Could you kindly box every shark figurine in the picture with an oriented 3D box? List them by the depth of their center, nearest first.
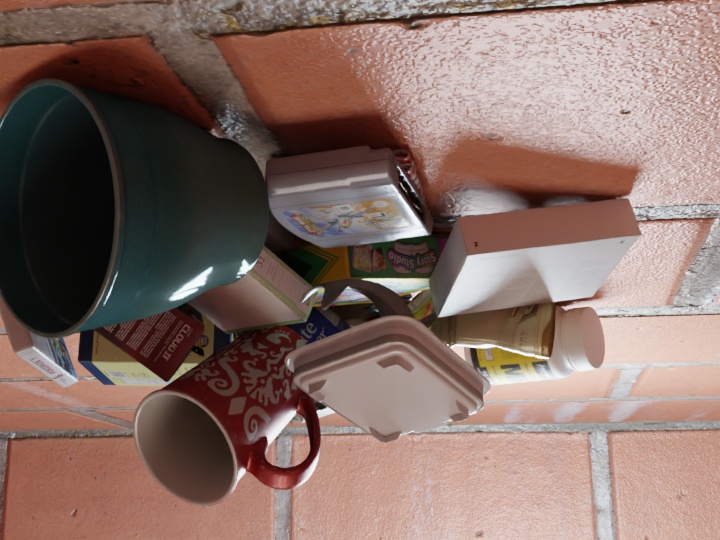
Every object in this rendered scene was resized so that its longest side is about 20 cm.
[{"bbox_3d":[0.035,0.065,1.099,0.128,0.090,0.215,-36,131,-5],"label":"shark figurine"}]

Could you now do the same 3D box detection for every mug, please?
[{"bbox_3d":[-0.125,0.164,1.117,0.133,0.178,0.200,-43,179,34],"label":"mug"}]

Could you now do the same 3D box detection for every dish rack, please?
[{"bbox_3d":[0.032,0.129,1.092,0.170,0.044,0.200,-22,139,28],"label":"dish rack"}]

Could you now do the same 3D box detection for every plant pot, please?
[{"bbox_3d":[-0.185,-0.051,0.854,0.199,0.203,0.187,-14,173,42],"label":"plant pot"}]

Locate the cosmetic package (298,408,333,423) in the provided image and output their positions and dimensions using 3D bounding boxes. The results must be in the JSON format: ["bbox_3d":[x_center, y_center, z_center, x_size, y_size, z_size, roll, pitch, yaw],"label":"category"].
[{"bbox_3d":[0.000,0.138,1.393,0.198,0.083,0.051,-15,161,-17],"label":"cosmetic package"}]

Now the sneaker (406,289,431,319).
[{"bbox_3d":[0.102,0.073,1.346,0.199,0.091,0.078,-37,155,-1],"label":"sneaker"}]

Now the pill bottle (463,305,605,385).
[{"bbox_3d":[0.271,0.116,1.574,0.198,0.116,0.114,-11,161,34],"label":"pill bottle"}]

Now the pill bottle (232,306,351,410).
[{"bbox_3d":[-0.092,0.075,1.291,0.200,0.112,0.112,41,155,-7],"label":"pill bottle"}]

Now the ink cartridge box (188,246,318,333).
[{"bbox_3d":[-0.163,-0.005,1.100,0.145,0.048,0.200,-10,138,44],"label":"ink cartridge box"}]

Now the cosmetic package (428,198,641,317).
[{"bbox_3d":[0.187,-0.012,1.113,0.198,0.052,0.151,-7,156,-13],"label":"cosmetic package"}]

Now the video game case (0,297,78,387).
[{"bbox_3d":[-0.358,0.013,1.055,0.023,0.202,0.182,-23,165,-8],"label":"video game case"}]

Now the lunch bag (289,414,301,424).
[{"bbox_3d":[-0.114,0.152,1.530,0.163,0.201,0.118,-10,123,34],"label":"lunch bag"}]

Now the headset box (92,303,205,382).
[{"bbox_3d":[-0.259,0.040,1.131,0.199,0.075,0.149,38,177,-11],"label":"headset box"}]

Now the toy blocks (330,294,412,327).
[{"bbox_3d":[0.013,0.054,1.420,0.135,0.101,0.200,-18,163,22],"label":"toy blocks"}]

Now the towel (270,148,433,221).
[{"bbox_3d":[-0.005,-0.077,1.044,0.145,0.030,0.200,-4,165,9],"label":"towel"}]

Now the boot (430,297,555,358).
[{"bbox_3d":[0.164,0.041,1.249,0.153,0.074,0.201,2,-151,11],"label":"boot"}]

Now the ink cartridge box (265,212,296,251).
[{"bbox_3d":[-0.183,-0.043,1.139,0.197,0.041,0.200,-5,164,19],"label":"ink cartridge box"}]

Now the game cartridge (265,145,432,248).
[{"bbox_3d":[-0.013,-0.064,0.964,0.132,0.042,0.200,-11,164,13],"label":"game cartridge"}]

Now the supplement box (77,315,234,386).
[{"bbox_3d":[-0.274,0.083,1.417,0.197,0.136,0.200,1,165,-4],"label":"supplement box"}]

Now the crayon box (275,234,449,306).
[{"bbox_3d":[0.000,0.000,1.207,0.199,0.059,0.172,0,168,-44],"label":"crayon box"}]
